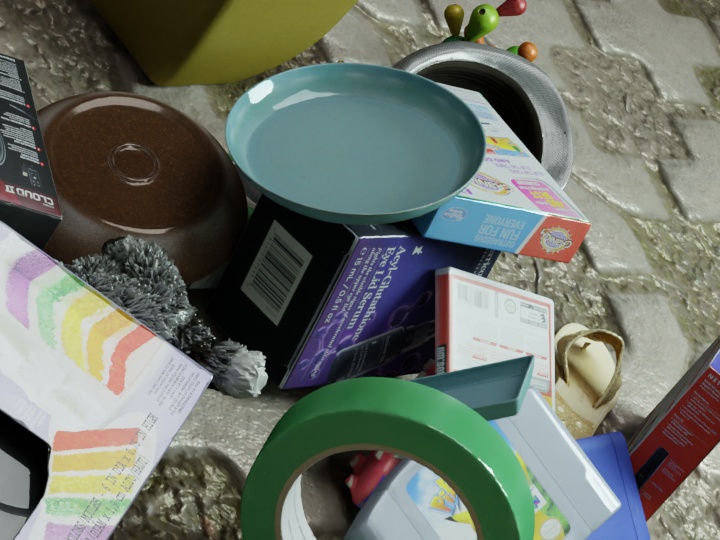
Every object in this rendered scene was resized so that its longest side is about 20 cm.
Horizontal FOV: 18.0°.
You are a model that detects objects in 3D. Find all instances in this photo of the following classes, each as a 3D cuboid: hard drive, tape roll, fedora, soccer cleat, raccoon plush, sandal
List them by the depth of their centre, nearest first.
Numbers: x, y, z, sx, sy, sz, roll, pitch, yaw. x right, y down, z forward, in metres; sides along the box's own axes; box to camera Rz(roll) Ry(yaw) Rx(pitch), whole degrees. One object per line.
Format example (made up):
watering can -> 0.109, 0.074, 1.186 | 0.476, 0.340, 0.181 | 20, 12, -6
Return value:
tape roll -> 0.018, 0.172, 1.554 | 0.200, 0.201, 0.048 | 36, 30, -4
raccoon plush -> -0.175, 0.035, 1.578 | 0.199, 0.098, 0.133 | 13, 15, 39
soccer cleat -> 0.049, 0.138, 1.771 | 0.076, 0.067, 0.200 | 42, 28, -3
hard drive -> 0.159, 0.203, 1.784 | 0.199, 0.025, 0.133 | -5, 79, -50
sandal -> 0.206, 0.087, 1.996 | 0.077, 0.070, 0.212 | 37, 30, -3
fedora -> 0.087, -0.114, 2.081 | 0.198, 0.090, 0.179 | -7, 76, -29

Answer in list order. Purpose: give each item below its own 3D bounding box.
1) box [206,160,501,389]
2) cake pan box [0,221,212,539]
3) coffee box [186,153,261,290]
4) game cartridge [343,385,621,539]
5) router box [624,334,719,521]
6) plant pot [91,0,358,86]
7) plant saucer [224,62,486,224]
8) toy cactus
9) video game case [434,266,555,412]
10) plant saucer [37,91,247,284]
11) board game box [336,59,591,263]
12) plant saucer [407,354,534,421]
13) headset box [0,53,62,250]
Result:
box -> 0.000, 0.000, 1.799 | 0.199, 0.149, 0.104 | -4, 39, -48
cake pan box -> -0.221, 0.096, 1.483 | 0.184, 0.052, 0.201 | 36, 56, -2
coffee box -> -0.094, -0.040, 1.868 | 0.199, 0.044, 0.123 | -3, 49, -48
game cartridge -> 0.088, 0.178, 1.678 | 0.200, 0.040, 0.134 | -37, 86, -29
router box -> 0.286, 0.119, 1.931 | 0.049, 0.180, 0.200 | 40, 31, 5
plant pot -> -0.126, -0.270, 1.985 | 0.195, 0.200, 0.195 | -8, 53, -52
plant saucer -> -0.004, -0.092, 1.719 | 0.198, 0.028, 0.201 | 2, 38, -2
toy cactus -> 0.084, -0.189, 2.168 | 0.164, 0.200, 0.103 | -23, 77, -14
video game case -> 0.107, 0.109, 1.791 | 0.142, 0.017, 0.202 | 17, 68, -48
plant saucer -> -0.180, -0.074, 1.768 | 0.198, 0.037, 0.202 | 12, 47, -12
board game box -> 0.074, -0.088, 1.823 | 0.152, 0.041, 0.200 | 10, 30, -35
plant saucer -> 0.035, 0.104, 1.699 | 0.070, 0.198, 0.019 | -61, 134, -59
headset box -> -0.310, -0.085, 1.665 | 0.148, 0.077, 0.201 | 15, 39, -34
